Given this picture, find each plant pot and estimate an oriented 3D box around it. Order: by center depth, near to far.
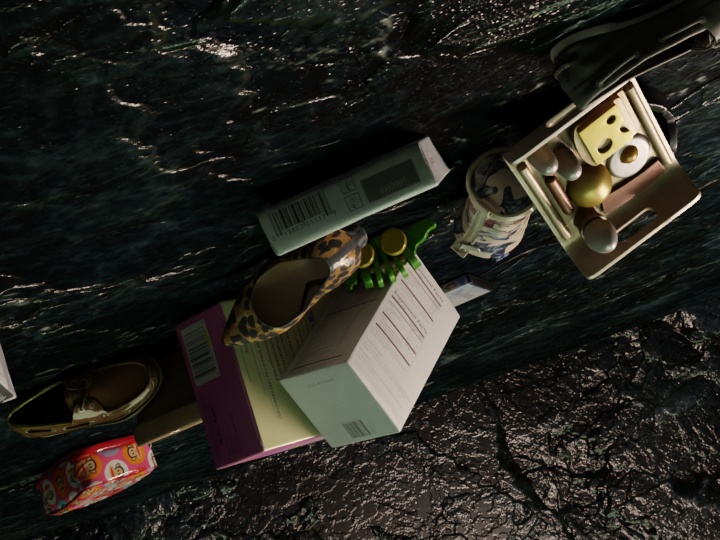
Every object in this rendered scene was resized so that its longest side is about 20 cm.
[{"bbox_3d":[-0.204,0.143,1.651,0.199,0.094,0.201,-22,175,-2],"label":"plant pot"}]

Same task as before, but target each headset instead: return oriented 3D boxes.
[{"bbox_3d":[0.263,-0.140,1.334,0.123,0.095,0.200,-26,152,20],"label":"headset"}]

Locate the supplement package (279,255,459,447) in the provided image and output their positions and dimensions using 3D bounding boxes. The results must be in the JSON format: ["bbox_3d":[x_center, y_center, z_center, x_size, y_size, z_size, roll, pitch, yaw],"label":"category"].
[{"bbox_3d":[0.015,0.089,1.516,0.113,0.110,0.201,-18,-152,40],"label":"supplement package"}]

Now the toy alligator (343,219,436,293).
[{"bbox_3d":[0.000,0.000,1.483,0.198,0.055,0.059,-22,168,3],"label":"toy alligator"}]

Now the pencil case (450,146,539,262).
[{"bbox_3d":[0.141,-0.066,1.361,0.090,0.077,0.200,-54,173,-9],"label":"pencil case"}]

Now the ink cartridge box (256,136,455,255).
[{"bbox_3d":[0.002,-0.076,1.223,0.161,0.058,0.200,-24,-171,12],"label":"ink cartridge box"}]

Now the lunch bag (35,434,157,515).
[{"bbox_3d":[-0.433,0.342,2.194,0.175,0.083,0.199,-10,164,-43],"label":"lunch bag"}]

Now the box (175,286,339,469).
[{"bbox_3d":[-0.096,0.121,1.550,0.199,0.178,0.096,-10,168,-46],"label":"box"}]

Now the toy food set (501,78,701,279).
[{"bbox_3d":[0.234,-0.090,1.235,0.143,0.061,0.200,-37,136,5],"label":"toy food set"}]

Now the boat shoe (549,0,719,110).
[{"bbox_3d":[0.255,-0.188,1.078,0.198,0.058,0.067,-20,168,-2],"label":"boat shoe"}]

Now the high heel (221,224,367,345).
[{"bbox_3d":[-0.080,0.023,1.335,0.199,0.072,0.143,-38,-178,11],"label":"high heel"}]

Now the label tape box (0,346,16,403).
[{"bbox_3d":[-0.409,0.099,1.200,0.142,0.067,0.200,-19,170,-10],"label":"label tape box"}]

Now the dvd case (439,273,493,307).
[{"bbox_3d":[0.098,0.056,1.989,0.198,0.018,0.142,-25,167,16],"label":"dvd case"}]

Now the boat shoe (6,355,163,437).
[{"bbox_3d":[-0.334,0.158,1.575,0.198,0.073,0.068,-25,168,13],"label":"boat shoe"}]
